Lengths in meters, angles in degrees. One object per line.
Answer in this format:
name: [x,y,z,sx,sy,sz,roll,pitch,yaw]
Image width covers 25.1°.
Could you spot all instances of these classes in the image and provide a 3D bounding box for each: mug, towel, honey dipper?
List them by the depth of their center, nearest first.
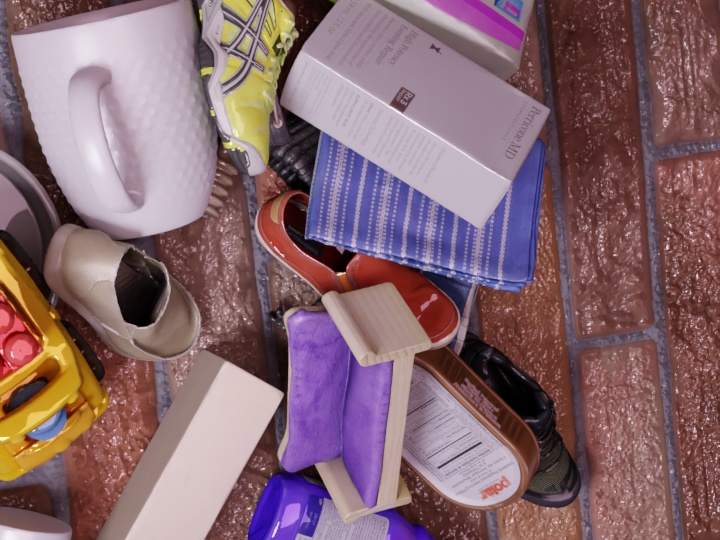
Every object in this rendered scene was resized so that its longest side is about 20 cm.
mug: [-0.190,-0.114,1.279,0.147,0.200,0.176,-11,104,6]
towel: [0.059,-0.070,1.361,0.199,0.024,0.145,13,70,-12]
honey dipper: [-0.099,-0.143,1.397,0.038,0.038,0.200,26,83,-21]

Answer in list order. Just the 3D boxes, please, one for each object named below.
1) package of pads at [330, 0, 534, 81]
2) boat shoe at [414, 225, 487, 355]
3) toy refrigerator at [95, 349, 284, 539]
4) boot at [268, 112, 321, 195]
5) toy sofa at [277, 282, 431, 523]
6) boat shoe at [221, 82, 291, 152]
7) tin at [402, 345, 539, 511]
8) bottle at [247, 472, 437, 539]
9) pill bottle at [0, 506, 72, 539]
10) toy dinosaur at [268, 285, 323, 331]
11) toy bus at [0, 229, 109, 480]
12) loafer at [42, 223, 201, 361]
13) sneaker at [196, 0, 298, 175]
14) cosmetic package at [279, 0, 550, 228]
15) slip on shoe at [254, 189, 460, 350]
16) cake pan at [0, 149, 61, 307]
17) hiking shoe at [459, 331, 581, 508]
package of pads: [0.061,-0.269,1.398,0.200,0.068,0.155,29,57,-21]
boat shoe: [0.074,0.025,1.448,0.072,0.072,0.200,27,113,6]
toy refrigerator: [-0.146,0.174,1.386,0.070,0.076,0.200,31,83,-20]
boot: [0.030,-0.099,1.422,0.211,0.079,0.158,36,75,-9]
toy sofa: [-0.008,0.114,1.346,0.097,0.083,0.200,-12,133,-20]
boat shoe: [-0.092,-0.199,1.353,0.060,0.074,0.201,-5,81,3]
tin: [0.071,0.135,1.435,0.200,0.112,0.042,44,44,-11]
bottle: [0.001,0.246,1.453,0.200,0.065,0.084,21,94,-21]
pill bottle: [-0.298,0.300,1.320,0.112,0.112,0.201,12,91,-21]
toy dinosaur: [-0.026,0.033,1.436,0.088,0.047,0.200,24,89,-28]
toy bus: [-0.271,0.069,1.228,0.136,0.192,0.200,-38,108,-15]
loafer: [-0.181,0.027,1.317,0.200,0.068,0.076,41,65,-57]
sneaker: [-0.086,-0.174,1.272,0.076,0.075,0.201,-8,79,1]
cosmetic package: [0.045,-0.134,1.325,0.200,0.074,0.102,30,51,2]
slip on shoe: [0.000,0.000,1.370,0.200,0.061,0.074,36,67,-4]
cake pan: [-0.342,-0.011,1.314,0.200,0.037,0.201,-2,96,-21]
hiking shoe: [0.144,0.147,1.479,0.076,0.101,0.200,-42,107,-11]
